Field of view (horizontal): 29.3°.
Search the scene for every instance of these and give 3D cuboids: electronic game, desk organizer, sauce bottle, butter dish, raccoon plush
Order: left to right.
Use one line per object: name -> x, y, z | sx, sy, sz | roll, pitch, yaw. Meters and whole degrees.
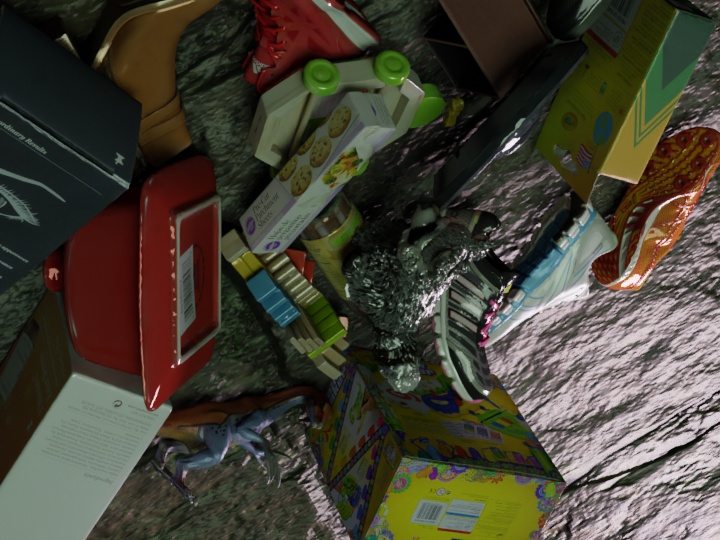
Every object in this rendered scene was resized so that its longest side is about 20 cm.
butter dish -> -0.210, 0.002, 1.222 | 0.146, 0.199, 0.203 | 4, 102, 10
sauce bottle -> 0.000, 0.000, 1.368 | 0.064, 0.065, 0.201 | -34, 128, 2
raccoon plush -> 0.071, 0.027, 1.303 | 0.097, 0.133, 0.202 | -45, 127, -32
desk organizer -> 0.083, -0.251, 1.218 | 0.077, 0.071, 0.200 | -50, 128, -15
electronic game -> 0.137, -0.133, 1.267 | 0.042, 0.200, 0.200 | 42, 102, -1

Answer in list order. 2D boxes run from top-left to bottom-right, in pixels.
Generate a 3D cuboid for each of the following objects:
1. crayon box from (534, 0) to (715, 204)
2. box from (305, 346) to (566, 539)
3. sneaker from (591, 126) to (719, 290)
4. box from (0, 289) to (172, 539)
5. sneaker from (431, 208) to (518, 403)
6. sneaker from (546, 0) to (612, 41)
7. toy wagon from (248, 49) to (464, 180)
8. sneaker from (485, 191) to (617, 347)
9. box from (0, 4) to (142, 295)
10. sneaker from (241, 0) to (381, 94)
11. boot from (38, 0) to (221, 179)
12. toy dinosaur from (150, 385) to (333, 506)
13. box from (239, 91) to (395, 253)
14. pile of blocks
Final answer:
crayon box -> 0.246, -0.175, 1.311 | 0.050, 0.127, 0.202 | 10, 118, -26
box -> 0.074, 0.195, 1.439 | 0.198, 0.193, 0.123 | 13, 116, -26
sneaker -> 0.316, -0.067, 1.454 | 0.077, 0.073, 0.201 | 7, 126, -47
box -> -0.282, 0.143, 1.295 | 0.106, 0.153, 0.201 | 24, 110, -32
sneaker -> 0.117, 0.030, 1.370 | 0.086, 0.074, 0.203 | -9, 91, 16
sneaker -> 0.197, -0.312, 1.238 | 0.113, 0.076, 0.201 | 17, 111, -27
toy wagon -> -0.001, -0.142, 1.254 | 0.198, 0.040, 0.156 | -12, 154, -23
sneaker -> 0.191, 0.019, 1.438 | 0.086, 0.075, 0.200 | 37, 104, -25
box -> -0.296, -0.090, 1.127 | 0.199, 0.105, 0.147 | -33, 127, 30
sneaker -> -0.071, -0.207, 1.178 | 0.115, 0.079, 0.199 | -43, 142, 13
boot -> -0.177, -0.170, 1.189 | 0.198, 0.074, 0.156 | -23, 127, 7
toy dinosaur -> -0.124, 0.158, 1.411 | 0.181, 0.105, 0.201 | -42, 116, -16
box -> -0.042, -0.085, 1.239 | 0.038, 0.042, 0.200 | -1, 150, -40
pile of blocks -> -0.058, 0.025, 1.348 | 0.062, 0.082, 0.200 | -36, 126, 5
